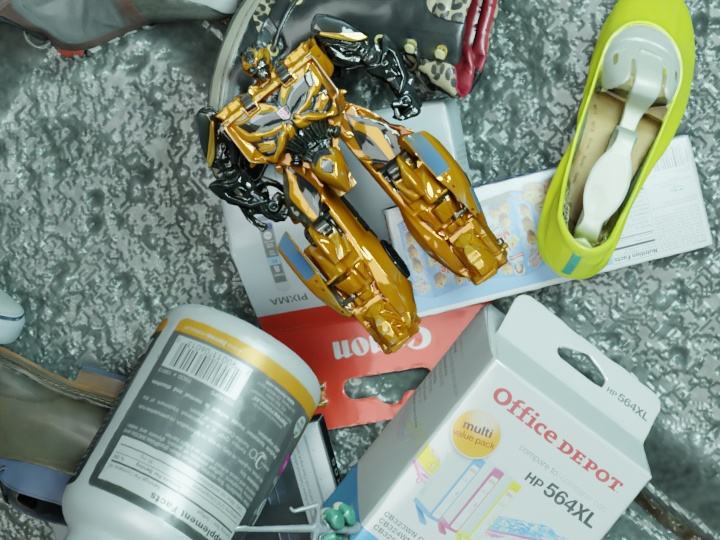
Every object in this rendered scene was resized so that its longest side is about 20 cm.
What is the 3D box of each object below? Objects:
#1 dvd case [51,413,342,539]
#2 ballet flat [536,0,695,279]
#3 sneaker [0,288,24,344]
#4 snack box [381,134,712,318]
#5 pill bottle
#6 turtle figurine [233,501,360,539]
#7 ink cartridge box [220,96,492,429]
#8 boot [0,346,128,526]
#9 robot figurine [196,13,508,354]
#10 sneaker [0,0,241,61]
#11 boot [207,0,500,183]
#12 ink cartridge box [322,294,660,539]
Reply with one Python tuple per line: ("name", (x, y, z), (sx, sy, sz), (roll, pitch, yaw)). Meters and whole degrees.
("dvd case", (-0.099, 0.190, 1.805), (0.199, 0.025, 0.151), (-14, 97, 13))
("ballet flat", (0.163, -0.090, 1.671), (0.066, 0.067, 0.201), (21, 79, 0))
("sneaker", (-0.301, -0.027, 1.807), (0.199, 0.073, 0.071), (34, 105, 7))
("snack box", (0.118, -0.027, 1.711), (0.198, 0.024, 0.072), (-14, 94, -5))
("pill bottle", (-0.117, 0.131, 1.709), (0.116, 0.116, 0.201), (26, 72, 8))
("turtle figurine", (-0.026, 0.214, 1.616), (0.199, 0.101, 0.151), (16, 78, 0))
("ink cartridge box", (0.000, 0.000, 1.757), (0.159, 0.047, 0.202), (-10, 92, 13))
("boot", (-0.236, 0.107, 1.787), (0.198, 0.075, 0.098), (9, 63, 14))
("robot figurine", (-0.007, -0.056, 1.652), (0.145, 0.058, 0.200), (-38, 99, 11))
("sneaker", (-0.169, -0.178, 1.777), (0.198, 0.077, 0.082), (9, 125, 12))
("boot", (-0.004, -0.135, 1.704), (0.150, 0.073, 0.201), (15, 75, 19))
("ink cartridge box", (0.084, 0.128, 1.700), (0.128, 0.125, 0.200), (36, 102, -9))
